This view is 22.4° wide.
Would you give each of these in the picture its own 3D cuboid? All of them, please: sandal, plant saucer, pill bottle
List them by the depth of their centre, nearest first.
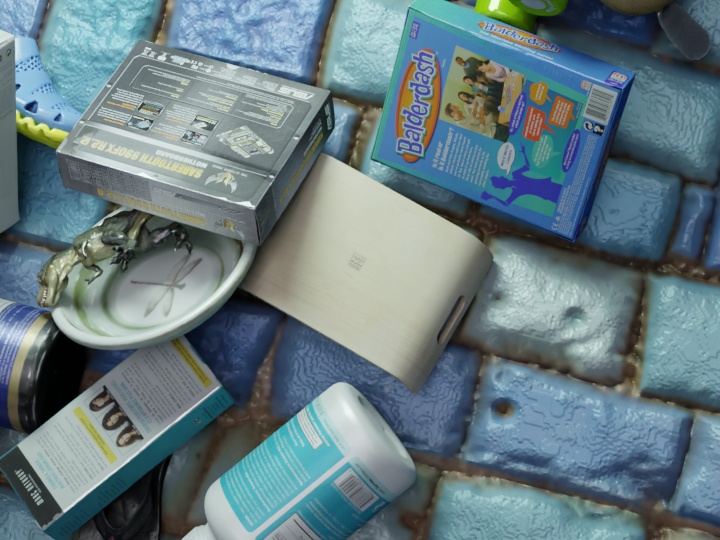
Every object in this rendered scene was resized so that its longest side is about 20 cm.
[{"bbox_3d":[-0.058,0.197,1.572,0.200,0.111,0.111,-39,78,5],"label":"pill bottle"},{"bbox_3d":[-0.177,0.008,1.618,0.199,0.050,0.201,-14,40,12],"label":"plant saucer"},{"bbox_3d":[-0.209,0.189,1.635,0.075,0.048,0.202,12,85,12],"label":"sandal"},{"bbox_3d":[-0.360,0.074,1.648,0.199,0.112,0.113,13,86,13],"label":"pill bottle"},{"bbox_3d":[-0.325,-0.180,1.691,0.199,0.079,0.087,30,87,12],"label":"sandal"}]

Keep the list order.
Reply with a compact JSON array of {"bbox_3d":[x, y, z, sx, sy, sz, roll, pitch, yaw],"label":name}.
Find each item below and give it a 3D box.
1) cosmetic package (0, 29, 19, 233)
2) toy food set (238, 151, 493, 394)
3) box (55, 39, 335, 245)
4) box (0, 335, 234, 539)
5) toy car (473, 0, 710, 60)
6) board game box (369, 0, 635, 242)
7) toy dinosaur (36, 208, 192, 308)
[{"bbox_3d":[-0.370,-0.126,1.630,0.107,0.085,0.201,22,129,21],"label":"cosmetic package"},{"bbox_3d":[0.000,0.000,1.617,0.199,0.060,0.144,29,78,12],"label":"toy food set"},{"bbox_3d":[-0.143,-0.116,1.610,0.199,0.048,0.159,16,52,17],"label":"box"},{"bbox_3d":[-0.215,0.143,1.607,0.200,0.049,0.082,-38,65,-5],"label":"box"},{"bbox_3d":[0.223,-0.266,1.576,0.199,0.158,0.165,21,77,-12],"label":"toy car"},{"bbox_3d":[0.120,-0.132,1.572,0.199,0.045,0.153,23,121,13],"label":"board game box"},{"bbox_3d":[-0.199,-0.031,1.601,0.200,0.048,0.088,-35,33,-17],"label":"toy dinosaur"}]
